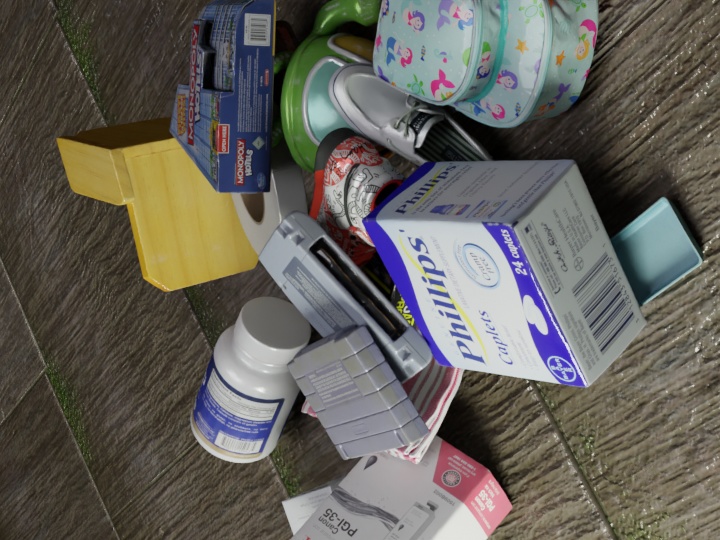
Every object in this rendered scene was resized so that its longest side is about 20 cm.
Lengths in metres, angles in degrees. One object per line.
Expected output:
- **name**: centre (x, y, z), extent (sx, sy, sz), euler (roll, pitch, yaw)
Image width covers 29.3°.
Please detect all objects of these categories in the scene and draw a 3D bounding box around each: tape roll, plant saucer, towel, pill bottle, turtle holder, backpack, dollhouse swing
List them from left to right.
- **dollhouse swing**: centre (-0.239, -0.086, 1.701), extent (0.181, 0.200, 0.176), euler (15, 114, 47)
- **pill bottle**: centre (-0.132, 0.133, 1.710), extent (0.120, 0.119, 0.200), euler (49, 135, 28)
- **tape roll**: centre (-0.112, -0.108, 1.581), extent (0.203, 0.037, 0.203), euler (165, 90, -72)
- **turtle holder**: centre (-0.006, -0.191, 1.454), extent (0.131, 0.141, 0.186), euler (7, 68, 34)
- **towel**: centre (0.025, 0.118, 1.523), extent (0.200, 0.030, 0.147), euler (18, 78, 46)
- **backpack**: centre (0.115, -0.226, 1.272), extent (0.200, 0.150, 0.178), euler (31, 124, 35)
- **plant saucer**: centre (0.242, 0.008, 1.291), extent (0.200, 0.019, 0.070), euler (-45, 67, 49)

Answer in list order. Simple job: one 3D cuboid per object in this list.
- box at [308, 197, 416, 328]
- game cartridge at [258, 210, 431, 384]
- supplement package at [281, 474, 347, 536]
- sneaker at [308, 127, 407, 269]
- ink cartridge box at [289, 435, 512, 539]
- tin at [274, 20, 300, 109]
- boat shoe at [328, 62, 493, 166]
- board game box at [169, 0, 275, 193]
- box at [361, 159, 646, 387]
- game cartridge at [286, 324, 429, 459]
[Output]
- **box**: centre (0.000, 0.000, 1.519), extent (0.200, 0.044, 0.161), euler (43, 126, 48)
- **game cartridge**: centre (-0.019, 0.035, 1.395), extent (0.200, 0.042, 0.133), euler (47, 162, 1)
- **supplement package**: centre (0.010, 0.339, 1.615), extent (0.114, 0.109, 0.201), euler (-29, 80, 51)
- **sneaker**: centre (0.000, -0.035, 1.394), extent (0.108, 0.067, 0.202), euler (41, 141, 38)
- **ink cartridge box**: centre (0.041, 0.277, 1.480), extent (0.146, 0.200, 0.083), euler (29, 160, 41)
- **tin**: centre (-0.096, -0.199, 1.574), extent (0.112, 0.042, 0.200), euler (60, 157, 26)
- **boat shoe**: centre (0.060, -0.143, 1.356), extent (0.200, 0.074, 0.067), euler (31, 175, -7)
- **board game box**: centre (-0.153, -0.194, 1.491), extent (0.200, 0.061, 0.201), euler (-157, 68, -65)
- **box**: centre (0.131, 0.000, 1.276), extent (0.200, 0.105, 0.184), euler (4, 130, 51)
- **game cartridge**: centre (-0.007, 0.125, 1.409), extent (0.130, 0.038, 0.200), euler (62, 157, 1)
